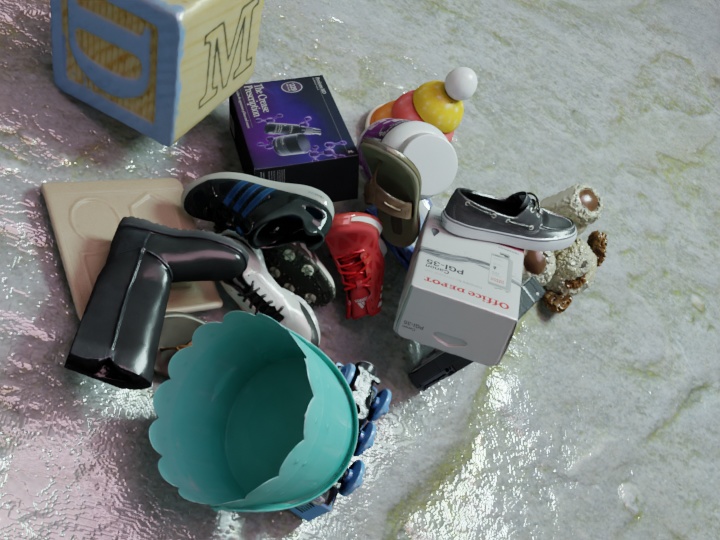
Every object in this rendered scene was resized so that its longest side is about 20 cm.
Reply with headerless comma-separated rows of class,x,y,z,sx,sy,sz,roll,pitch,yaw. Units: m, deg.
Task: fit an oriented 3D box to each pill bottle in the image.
pill bottle,0.067,-0.159,1.308,0.112,0.200,0.113,-3,102,-15

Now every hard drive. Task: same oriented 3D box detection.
hard drive,0.168,0.089,1.313,0.038,0.140,0.200,52,47,1

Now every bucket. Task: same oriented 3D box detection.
bucket,-0.108,0.160,0.988,0.135,0.206,0.208,37,38,-57

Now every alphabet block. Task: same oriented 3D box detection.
alphabet block,-0.255,-0.316,1.164,0.195,0.197,0.200,29,47,10

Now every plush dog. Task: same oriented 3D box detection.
plush dog,0.327,-0.028,1.531,0.200,0.160,0.172,-48,112,-16

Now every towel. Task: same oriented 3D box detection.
towel,0.089,-0.059,1.384,0.147,0.024,0.200,52,28,2

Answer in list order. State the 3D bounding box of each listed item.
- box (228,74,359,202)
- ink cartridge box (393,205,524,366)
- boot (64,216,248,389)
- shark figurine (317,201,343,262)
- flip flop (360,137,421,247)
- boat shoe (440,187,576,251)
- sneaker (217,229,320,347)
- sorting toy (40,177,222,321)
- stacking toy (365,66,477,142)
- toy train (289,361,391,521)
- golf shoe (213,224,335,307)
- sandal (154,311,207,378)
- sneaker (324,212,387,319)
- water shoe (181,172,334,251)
box,-0.094,-0.175,1.241,0.140,0.079,0.201,-8,44,-15
ink cartridge box,0.136,0.016,1.212,0.146,0.083,0.200,18,36,0
boot,-0.222,0.041,1.026,0.164,0.066,0.201,11,47,-4
shark figurine,-0.074,-0.128,1.311,0.128,0.089,0.216,41,45,-58
flip flop,0.035,-0.093,1.209,0.081,0.201,0.058,26,60,25
boat shoe,0.208,-0.077,1.239,0.199,0.067,0.070,9,35,-12
sneaker,-0.129,0.035,1.153,0.200,0.074,0.080,49,12,7
sorting toy,-0.280,-0.026,1.121,0.184,0.036,0.201,-7,64,-40
stacking toy,0.113,-0.244,1.431,0.145,0.200,0.147,18,55,-27
toy train,-0.036,0.200,1.108,0.087,0.114,0.201,36,48,-15
golf shoe,-0.100,-0.039,1.234,0.200,0.077,0.088,44,41,-7
sandal,-0.175,0.109,1.086,0.199,0.055,0.082,31,74,-24
sneaker,0.000,0.000,1.229,0.200,0.078,0.116,39,45,-66
water shoe,-0.134,-0.070,1.124,0.199,0.072,0.079,4,47,12
